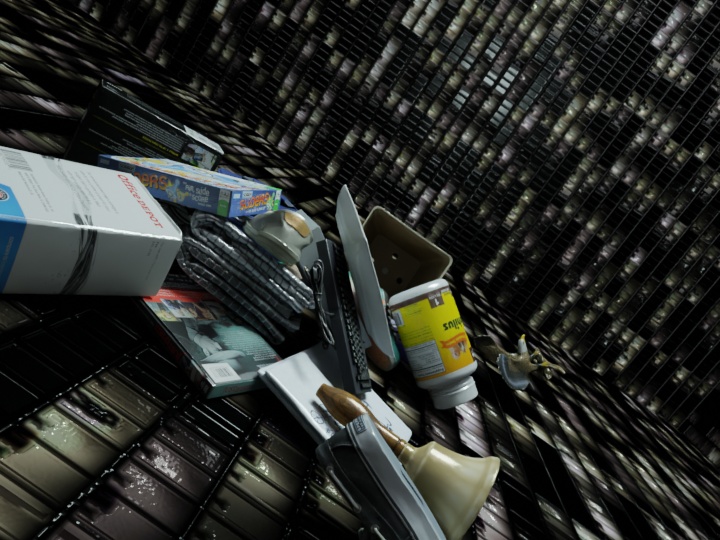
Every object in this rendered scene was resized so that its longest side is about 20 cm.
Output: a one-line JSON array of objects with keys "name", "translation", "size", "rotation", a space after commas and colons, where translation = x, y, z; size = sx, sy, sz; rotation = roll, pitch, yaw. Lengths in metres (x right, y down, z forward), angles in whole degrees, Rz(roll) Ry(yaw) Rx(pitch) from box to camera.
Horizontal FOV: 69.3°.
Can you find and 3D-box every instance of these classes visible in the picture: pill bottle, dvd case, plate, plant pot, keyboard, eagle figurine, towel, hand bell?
[{"name": "pill bottle", "translation": [0.128, 0.124, 0.880], "size": [0.202, 0.108, 0.109], "rotation": [71, 18, 5]}, {"name": "dvd case", "translation": [-0.184, 0.067, 0.614], "size": [0.200, 0.022, 0.146], "rotation": [39, 12, 24]}, {"name": "plate", "translation": [0.000, 0.000, 0.773], "size": [0.200, 0.032, 0.202], "rotation": [-110, -176, -58]}, {"name": "plant pot", "translation": [0.060, 0.002, 1.165], "size": [0.199, 0.201, 0.177], "rotation": [35, 1, 1]}, {"name": "keyboard", "translation": [-0.026, 0.056, 0.663], "size": [0.127, 0.020, 0.202], "rotation": [19, 56, -65]}, {"name": "eagle figurine", "translation": [0.409, 0.242, 1.386], "size": [0.198, 0.153, 0.152], "rotation": [-1, -20, -17]}, {"name": "towel", "translation": [-0.161, 0.003, 0.713], "size": [0.200, 0.086, 0.165], "rotation": [41, -5, -19]}, {"name": "hand bell", "translation": [0.035, 0.184, 0.553], "size": [0.199, 0.105, 0.104], "rotation": [34, 11, 13]}]

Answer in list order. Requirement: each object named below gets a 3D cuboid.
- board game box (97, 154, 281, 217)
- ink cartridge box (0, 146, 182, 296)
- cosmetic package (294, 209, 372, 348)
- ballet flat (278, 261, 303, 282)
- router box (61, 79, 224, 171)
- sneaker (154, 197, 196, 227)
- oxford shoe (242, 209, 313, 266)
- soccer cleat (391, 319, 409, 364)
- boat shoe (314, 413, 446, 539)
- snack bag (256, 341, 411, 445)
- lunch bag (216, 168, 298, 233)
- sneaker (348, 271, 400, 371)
[{"name": "board game box", "translation": [-0.224, -0.114, 0.698], "size": [0.198, 0.035, 0.135], "rotation": [16, 14, 14]}, {"name": "ink cartridge box", "translation": [-0.308, -0.049, 0.523], "size": [0.146, 0.086, 0.199], "rotation": [42, 20, 31]}, {"name": "cosmetic package", "translation": [-0.059, 0.016, 0.802], "size": [0.202, 0.051, 0.151], "rotation": [67, -11, -20]}, {"name": "ballet flat", "translation": [-0.108, 0.024, 0.925], "size": [0.068, 0.068, 0.200], "rotation": [57, 23, 12]}, {"name": "router box", "translation": [-0.340, -0.176, 0.819], "size": [0.199, 0.150, 0.051], "rotation": [27, 14, -36]}, {"name": "sneaker", "translation": [-0.304, -0.095, 0.759], "size": [0.199, 0.086, 0.078], "rotation": [21, 18, -46]}, {"name": "oxford shoe", "translation": [-0.103, -0.047, 0.655], "size": [0.075, 0.058, 0.200], "rotation": [37, -6, -19]}, {"name": "soccer cleat", "translation": [0.032, 0.110, 0.967], "size": [0.200, 0.069, 0.073], "rotation": [42, 33, 25]}, {"name": "boat shoe", "translation": [0.029, 0.229, 0.457], "size": [0.201, 0.068, 0.074], "rotation": [58, -2, -6]}, {"name": "snack bag", "translation": [-0.015, 0.167, 0.636], "size": [0.189, 0.021, 0.200], "rotation": [45, 14, 12]}, {"name": "lunch bag", "translation": [-0.199, -0.097, 0.941], "size": [0.136, 0.133, 0.199], "rotation": [43, 14, 36]}, {"name": "sneaker", "translation": [0.027, 0.077, 0.908], "size": [0.079, 0.072, 0.201], "rotation": [-14, 59, -29]}]
